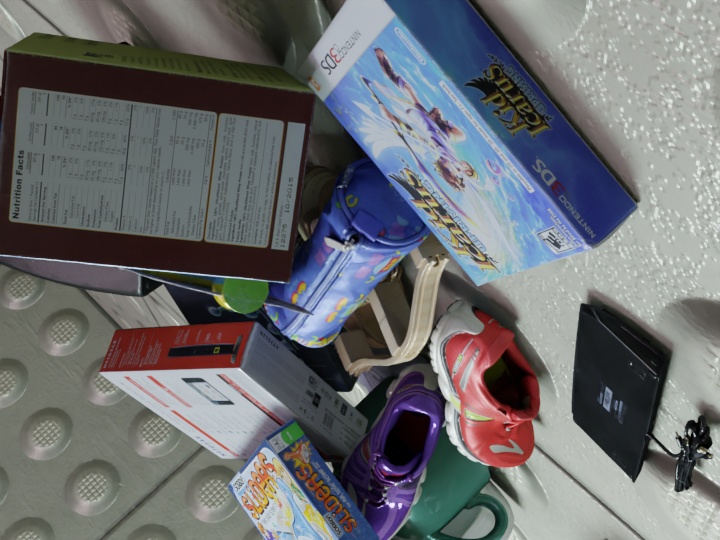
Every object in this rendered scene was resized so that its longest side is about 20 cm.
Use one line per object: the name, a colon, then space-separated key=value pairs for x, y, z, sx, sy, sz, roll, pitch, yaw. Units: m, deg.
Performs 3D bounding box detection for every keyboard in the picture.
keyboard: x=0.202 y=0.105 z=0.811 sx=0.127 sy=0.021 sz=0.200 roll=47 pitch=166 yaw=28

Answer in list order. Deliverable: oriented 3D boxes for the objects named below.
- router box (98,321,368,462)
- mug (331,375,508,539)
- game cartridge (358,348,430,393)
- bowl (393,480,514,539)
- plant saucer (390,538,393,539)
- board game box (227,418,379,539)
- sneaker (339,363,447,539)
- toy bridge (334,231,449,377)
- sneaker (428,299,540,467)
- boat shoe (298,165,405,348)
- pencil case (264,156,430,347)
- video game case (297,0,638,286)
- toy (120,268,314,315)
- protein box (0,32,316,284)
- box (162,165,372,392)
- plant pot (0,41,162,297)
router box: x=-0.119 y=0.122 z=1.084 sx=0.179 sy=0.049 sz=0.200 roll=-4 pitch=146 yaw=34
mug: x=0.050 y=0.209 z=1.151 sx=0.185 sy=0.114 sz=0.152 roll=33 pitch=158 yaw=43
game cartridge: x=0.053 y=0.128 z=1.228 sx=0.200 sy=0.041 sz=0.133 roll=33 pitch=154 yaw=43
bowl: x=0.054 y=0.275 z=1.259 sx=0.200 sy=0.200 sz=0.075 roll=41 pitch=165 yaw=19
plant saucer: x=-0.014 y=0.297 z=1.173 sx=0.200 sy=0.037 sz=0.201 roll=31 pitch=140 yaw=30
board game box: x=-0.061 y=0.232 z=1.087 sx=0.136 sy=0.034 sz=0.200 roll=53 pitch=153 yaw=10
sneaker: x=0.024 y=0.177 z=1.025 sx=0.080 sy=0.083 sz=0.201 roll=22 pitch=117 yaw=6
toy bridge: x=0.029 y=0.042 z=0.945 sx=0.067 sy=0.027 sz=0.200 roll=66 pitch=149 yaw=25
sneaker: x=0.118 y=0.113 z=0.956 sx=0.085 sy=0.077 sz=0.200 roll=26 pitch=154 yaw=41
boat shoe: x=0.000 y=0.000 z=1.002 sx=0.064 sy=0.071 sz=0.200 roll=27 pitch=153 yaw=51
pencil case: x=-0.015 y=-0.010 z=0.886 sx=0.078 sy=0.087 sz=0.200 roll=43 pitch=143 yaw=2
video game case: x=0.056 y=-0.086 z=0.704 sx=0.200 sy=0.045 sz=0.181 roll=49 pitch=165 yaw=-4
toy: x=-0.122 y=-0.005 z=0.899 sx=0.115 sy=0.047 sz=0.200 roll=13 pitch=-177 yaw=-27
protein box: x=-0.152 y=-0.087 z=0.820 sx=0.199 sy=0.199 sz=0.136 roll=-127 pitch=44 yaw=-72
box: x=-0.088 y=0.013 z=1.082 sx=0.148 sy=0.107 sz=0.200 roll=-2 pitch=132 yaw=31
plant pot: x=-0.246 y=-0.091 z=1.166 sx=0.177 sy=0.199 sz=0.201 roll=27 pitch=131 yaw=22
